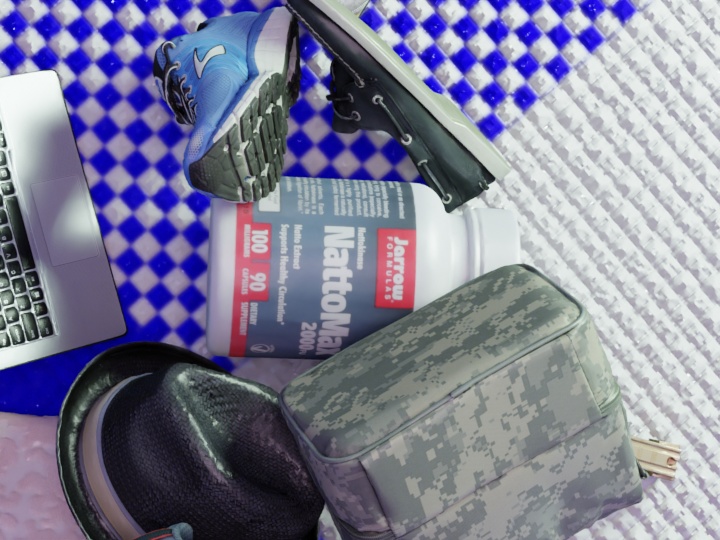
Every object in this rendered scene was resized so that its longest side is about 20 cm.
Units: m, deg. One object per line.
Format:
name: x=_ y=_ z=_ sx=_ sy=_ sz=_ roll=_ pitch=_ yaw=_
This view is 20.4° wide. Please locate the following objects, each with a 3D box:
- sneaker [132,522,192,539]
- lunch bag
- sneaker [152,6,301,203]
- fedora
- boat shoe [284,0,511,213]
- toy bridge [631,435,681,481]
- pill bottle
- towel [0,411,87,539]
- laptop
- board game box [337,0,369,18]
sneaker: x=-0.066 y=0.225 z=1.217 sx=0.200 sy=0.079 sz=0.096 roll=37 pitch=104 yaw=-27
lunch bag: x=0.067 y=0.117 z=1.227 sx=0.200 sy=0.139 sz=0.168 roll=-30 pitch=112 yaw=-9
sneaker: x=-0.092 y=-0.106 z=1.289 sx=0.089 sy=0.200 sz=0.079 roll=0 pitch=121 yaw=7
fedora: x=-0.090 y=0.121 z=1.271 sx=0.200 sy=0.092 sz=0.201 roll=21 pitch=53 yaw=-31
boat shoe: x=0.012 y=-0.111 z=1.331 sx=0.066 sy=0.075 sz=0.199 roll=-45 pitch=118 yaw=10
toy bridge: x=0.120 y=0.104 z=1.347 sx=0.199 sy=0.067 sz=0.027 roll=16 pitch=87 yaw=-5
pill bottle: x=0.000 y=0.000 z=1.312 sx=0.199 sy=0.120 sz=0.120 roll=2 pitch=88 yaw=-5
towel: x=-0.226 y=0.171 z=1.280 sx=0.199 sy=0.032 sz=0.192 roll=6 pitch=51 yaw=-4
laptop: x=-0.224 y=-0.035 z=1.250 sx=0.200 sy=0.116 sz=0.188 roll=-15 pitch=90 yaw=-40
board game box: x=-0.008 y=-0.284 z=1.362 sx=0.135 sy=0.035 sz=0.200 roll=33 pitch=86 yaw=-4
